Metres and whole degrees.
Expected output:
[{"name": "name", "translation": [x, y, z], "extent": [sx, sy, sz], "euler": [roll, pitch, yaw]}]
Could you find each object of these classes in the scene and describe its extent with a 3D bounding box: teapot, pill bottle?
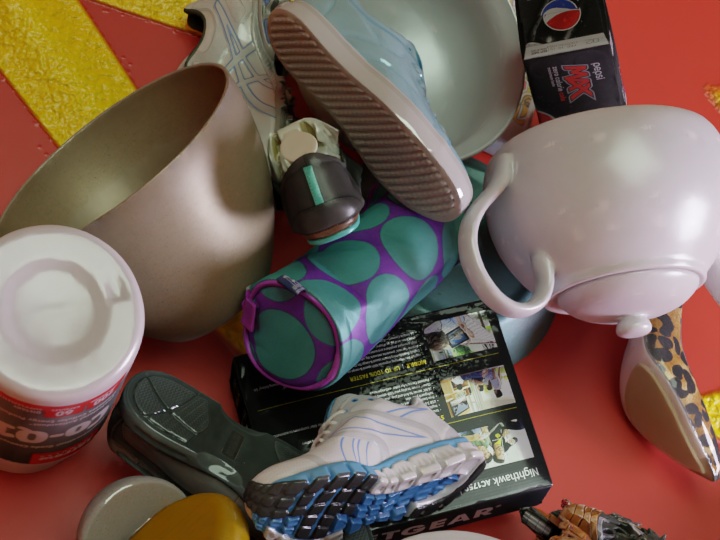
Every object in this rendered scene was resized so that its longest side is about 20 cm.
[{"name": "teapot", "translation": [0.182, -0.023, 1.306], "extent": [0.198, 0.197, 0.148], "euler": [-10, 73, 11]}, {"name": "pill bottle", "translation": [-0.208, 0.059, 1.158], "extent": [0.113, 0.200, 0.115], "euler": [6, 67, -14]}]

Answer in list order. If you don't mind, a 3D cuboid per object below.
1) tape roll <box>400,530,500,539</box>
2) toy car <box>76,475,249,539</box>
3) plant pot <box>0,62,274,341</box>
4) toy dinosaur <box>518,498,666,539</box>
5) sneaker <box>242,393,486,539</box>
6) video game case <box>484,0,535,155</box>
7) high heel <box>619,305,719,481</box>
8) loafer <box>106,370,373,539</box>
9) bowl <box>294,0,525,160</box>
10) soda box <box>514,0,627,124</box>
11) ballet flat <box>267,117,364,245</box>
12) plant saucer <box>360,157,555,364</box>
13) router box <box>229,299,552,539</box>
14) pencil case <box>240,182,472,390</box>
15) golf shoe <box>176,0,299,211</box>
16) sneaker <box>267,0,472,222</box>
[{"name": "tape roll", "translation": [0.048, 0.287, 1.168], "extent": [0.201, 0.139, 0.205], "euler": [8, 61, -15]}, {"name": "toy car", "translation": [-0.135, 0.240, 1.131], "extent": [0.200, 0.175, 0.151], "euler": [-39, 123, -15]}, {"name": "plant pot", "translation": [-0.136, -0.030, 1.260], "extent": [0.135, 0.199, 0.201], "euler": [53, 54, -24]}, {"name": "toy dinosaur", "translation": [0.160, 0.205, 1.225], "extent": [0.135, 0.103, 0.200], "euler": [33, 22, 13]}, {"name": "sneaker", "translation": [-0.011, 0.124, 1.182], "extent": [0.199, 0.075, 0.087], "euler": [-4, 48, -48]}, {"name": "video game case", "translation": [0.075, -0.207, 1.506], "extent": [0.181, 0.023, 0.201], "euler": [24, 58, -6]}, {"name": "high heel", "translation": [0.258, 0.058, 1.404], "extent": [0.142, 0.072, 0.201], "euler": [-23, 71, -31]}, {"name": "loafer", "translation": [-0.082, 0.145, 1.205], "extent": [0.199, 0.063, 0.072], "euler": [37, 41, 0]}, {"name": "bowl", "translation": [0.022, -0.163, 1.392], "extent": [0.199, 0.090, 0.203], "euler": [9, 70, -25]}, {"name": "soda box", "translation": [0.169, -0.142, 1.398], "extent": [0.070, 0.200, 0.064], "euler": [-10, 62, 10]}, {"name": "ballet flat", "translation": [-0.032, -0.069, 1.253], "extent": [0.067, 0.200, 0.069], "euler": [-24, 101, -4]}, {"name": "plant saucer", "translation": [0.070, -0.016, 1.396], "extent": [0.198, 0.036, 0.202], "euler": [8, 62, -15]}, {"name": "router box", "translation": [0.020, 0.115, 1.282], "extent": [0.198, 0.051, 0.150], "euler": [-12, 67, -12]}, {"name": "pencil case", "translation": [0.000, 0.000, 1.268], "extent": [0.092, 0.086, 0.200], "euler": [35, 42, 14]}, {"name": "golf shoe", "translation": [-0.095, -0.131, 1.392], "extent": [0.096, 0.079, 0.202], "euler": [-4, 59, 0]}, {"name": "sneaker", "translation": [0.025, -0.127, 1.270], "extent": [0.082, 0.074, 0.200], "euler": [-33, 78, -30]}]
